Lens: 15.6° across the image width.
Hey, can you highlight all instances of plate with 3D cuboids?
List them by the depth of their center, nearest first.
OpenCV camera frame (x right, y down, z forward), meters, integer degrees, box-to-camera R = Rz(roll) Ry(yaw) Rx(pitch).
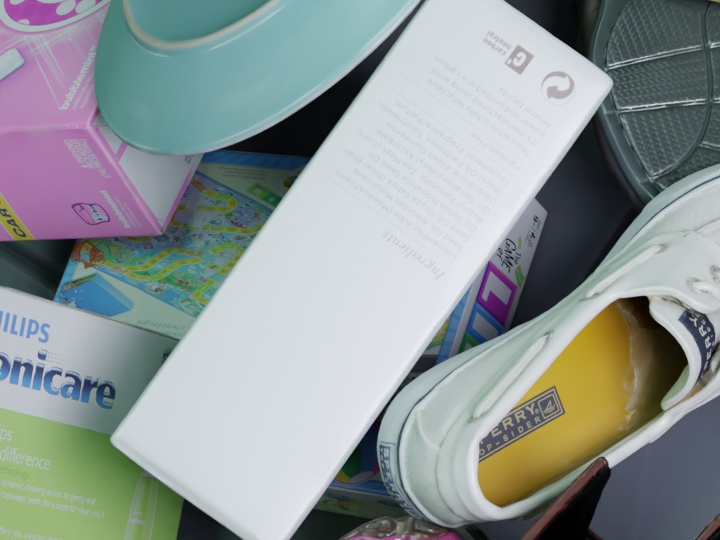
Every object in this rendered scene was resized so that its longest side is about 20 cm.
[{"bbox_3d":[-0.031,-0.130,0.971,0.200,0.026,0.201,-30,37,26],"label":"plate"}]

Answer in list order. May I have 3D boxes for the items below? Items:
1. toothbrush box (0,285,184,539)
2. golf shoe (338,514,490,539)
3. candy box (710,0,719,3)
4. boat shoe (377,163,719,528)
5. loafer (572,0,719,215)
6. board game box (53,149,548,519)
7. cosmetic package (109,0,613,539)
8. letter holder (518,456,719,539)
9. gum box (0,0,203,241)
[{"bbox_3d":[-0.145,0.109,0.962,0.086,0.145,0.201,7,83,35],"label":"toothbrush box"},{"bbox_3d":[-0.029,0.162,0.931,0.200,0.092,0.073,-38,80,7],"label":"golf shoe"},{"bbox_3d":[0.145,-0.158,0.960,0.199,0.057,0.117,15,66,14],"label":"candy box"},{"bbox_3d":[0.100,0.023,0.882,0.200,0.071,0.070,-30,15,-22],"label":"boat shoe"},{"bbox_3d":[0.113,-0.093,1.001,0.072,0.063,0.201,-5,61,-5],"label":"loafer"},{"bbox_3d":[-0.036,0.021,1.039,0.200,0.034,0.135,7,69,35],"label":"board game box"},{"bbox_3d":[0.000,0.000,0.927,0.071,0.101,0.200,35,85,2],"label":"cosmetic package"},{"bbox_3d":[0.049,0.153,0.787,0.100,0.142,0.200,37,68,16],"label":"letter holder"},{"bbox_3d":[-0.106,-0.107,1.105,0.113,0.066,0.200,-2,48,32],"label":"gum box"}]
